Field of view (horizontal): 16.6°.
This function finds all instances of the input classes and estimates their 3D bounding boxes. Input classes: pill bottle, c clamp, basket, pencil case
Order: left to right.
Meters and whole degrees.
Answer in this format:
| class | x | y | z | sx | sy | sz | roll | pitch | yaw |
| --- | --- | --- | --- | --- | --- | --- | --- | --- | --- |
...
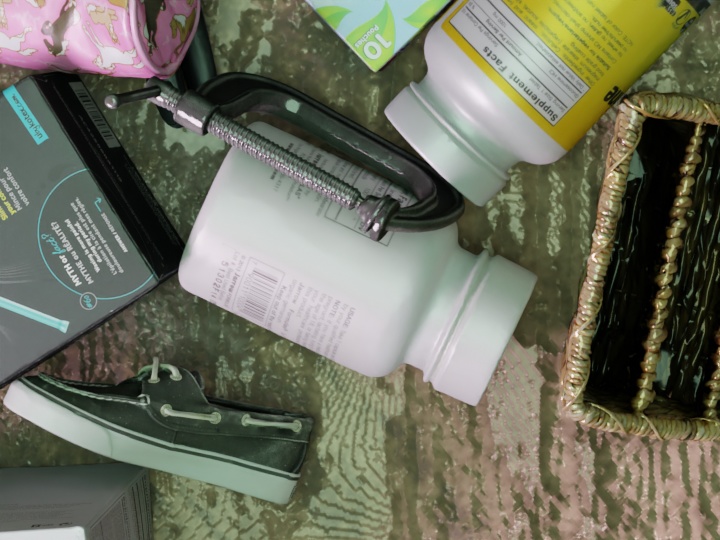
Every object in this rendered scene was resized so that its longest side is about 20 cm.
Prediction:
| class | x | y | z | sx | sy | sz | roll | pitch | yaw |
| --- | --- | --- | --- | --- | --- | --- | --- | --- | --- |
| pencil case | -0.195 | -0.166 | 1.486 | 0.199 | 0.083 | 0.087 | 7 | 82 | 29 |
| c clamp | -0.037 | -0.067 | 1.441 | 0.199 | 0.171 | 0.027 | 27 | 111 | 6 |
| pill bottle | 0.000 | 0.000 | 1.500 | 0.199 | 0.114 | 0.115 | 25 | 97 | 3 |
| pill bottle | 0.112 | -0.138 | 1.477 | 0.112 | 0.112 | 0.200 | 44 | 98 | 0 |
| basket | 0.203 | 0.000 | 1.465 | 0.142 | 0.149 | 0.201 | 12 | 96 | 4 |

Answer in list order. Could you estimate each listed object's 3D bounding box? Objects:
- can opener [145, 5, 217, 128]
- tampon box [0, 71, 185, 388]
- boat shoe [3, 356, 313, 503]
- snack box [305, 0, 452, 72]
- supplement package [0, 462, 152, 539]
| class | x | y | z | sx | sy | sz | roll | pitch | yaw |
| --- | --- | --- | --- | --- | --- | --- | --- | --- | --- |
| can opener | -0.131 | -0.187 | 1.530 | 0.063 | 0.079 | 0.201 | -27 | 97 | -32 |
| tampon box | -0.232 | -0.009 | 1.514 | 0.200 | 0.126 | 0.150 | -32 | 92 | 8 |
| boat shoe | -0.123 | 0.088 | 1.521 | 0.199 | 0.071 | 0.064 | 18 | 94 | -27 |
| snack box | -0.008 | -0.242 | 1.508 | 0.142 | 0.053 | 0.200 | -44 | 91 | 9 |
| supplement package | -0.232 | 0.210 | 1.499 | 0.190 | 0.200 | 0.148 | -4 | 96 | 6 |
